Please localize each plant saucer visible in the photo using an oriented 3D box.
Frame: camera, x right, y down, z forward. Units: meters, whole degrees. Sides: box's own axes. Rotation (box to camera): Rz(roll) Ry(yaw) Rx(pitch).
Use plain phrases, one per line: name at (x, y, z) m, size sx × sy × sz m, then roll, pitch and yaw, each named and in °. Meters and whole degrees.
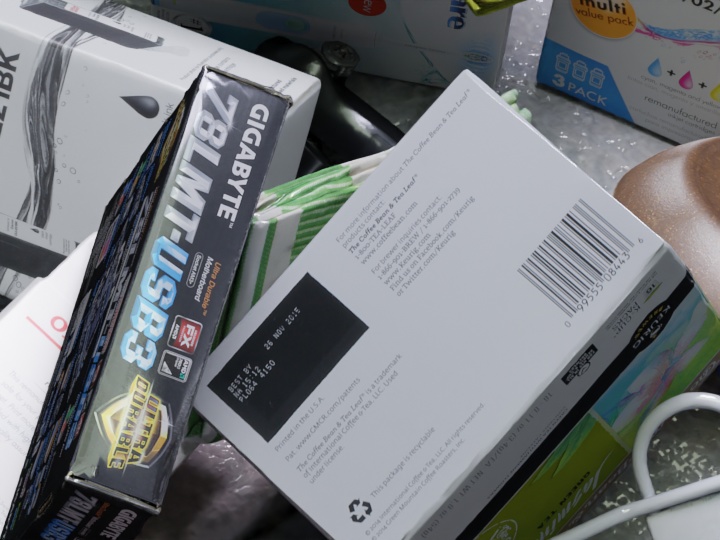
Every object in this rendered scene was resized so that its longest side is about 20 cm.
plant saucer at (0.229, -0.016, 1.516) m, size 0.200 × 0.037 × 0.201 m, roll 16°, pitch 31°, yaw -10°

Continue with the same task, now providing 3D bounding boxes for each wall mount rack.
wall mount rack at (0.153, 0.166, 1.367) m, size 0.173 × 0.075 × 0.200 m, roll -19°, pitch 93°, yaw 9°

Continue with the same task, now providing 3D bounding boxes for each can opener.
can opener at (0.012, -0.058, 1.571) m, size 0.200 × 0.079 × 0.063 m, roll 36°, pitch 21°, yaw 15°

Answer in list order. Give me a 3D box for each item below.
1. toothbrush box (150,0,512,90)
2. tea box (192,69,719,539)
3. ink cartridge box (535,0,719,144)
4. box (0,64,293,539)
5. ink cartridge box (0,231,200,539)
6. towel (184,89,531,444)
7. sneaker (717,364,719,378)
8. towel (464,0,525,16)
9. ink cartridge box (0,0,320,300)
toothbrush box at (-0.009, -0.186, 1.596) m, size 0.200 × 0.147 × 0.085 m, roll 11°, pitch 56°, yaw 1°
tea box at (0.051, 0.045, 1.373) m, size 0.134 × 0.197 × 0.200 m, roll 42°, pitch 91°, yaw 21°
ink cartridge box at (0.170, -0.164, 1.562) m, size 0.115 × 0.200 × 0.068 m, roll 24°, pitch 54°, yaw 11°
box at (-0.101, 0.033, 1.308) m, size 0.050 × 0.199 × 0.200 m, roll 20°, pitch 68°, yaw -12°
ink cartridge box at (-0.160, 0.088, 1.424) m, size 0.117 × 0.067 × 0.200 m, roll 44°, pitch 61°, yaw 1°
towel at (0.000, 0.000, 1.432) m, size 0.023 × 0.153 × 0.200 m, roll 36°, pitch 41°, yaw 29°
sneaker at (0.223, 0.112, 1.453) m, size 0.077 × 0.076 × 0.200 m, roll -14°, pitch 56°, yaw -20°
towel at (0.049, -0.219, 1.526) m, size 0.086 × 0.018 × 0.200 m, roll -22°, pitch 61°, yaw -18°
ink cartridge box at (-0.140, -0.057, 1.485) m, size 0.200 × 0.145 × 0.084 m, roll 21°, pitch 24°, yaw 10°
